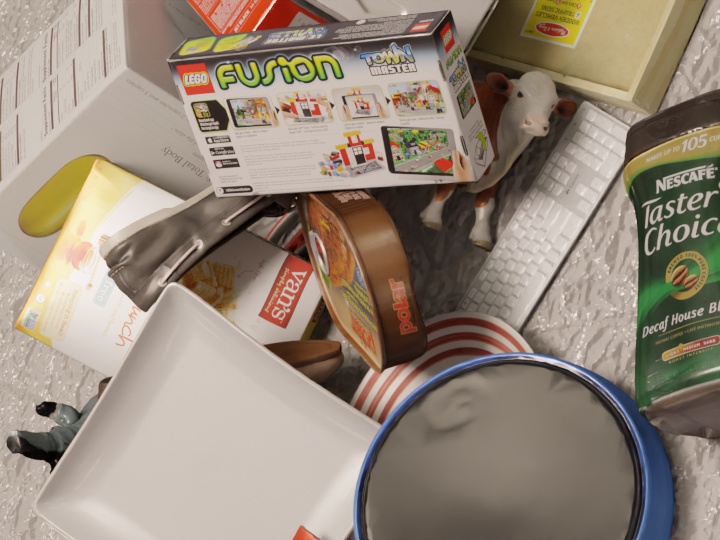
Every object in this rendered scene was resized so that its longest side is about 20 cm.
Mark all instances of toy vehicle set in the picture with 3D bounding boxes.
[{"bbox_3d":[0.149,-0.187,1.420,0.200,0.027,0.124,24,89,49],"label":"toy vehicle set"}]

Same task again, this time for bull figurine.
[{"bbox_3d":[0.062,-0.086,1.432,0.200,0.065,0.122,17,87,50],"label":"bull figurine"}]

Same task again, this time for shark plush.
[{"bbox_3d":[-0.211,0.129,1.535,0.083,0.200,0.091,41,115,16],"label":"shark plush"}]

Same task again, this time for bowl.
[{"bbox_3d":[0.089,0.142,1.256,0.200,0.039,0.201,-9,63,19],"label":"bowl"}]

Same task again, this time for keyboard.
[{"bbox_3d":[0.116,-0.017,1.383,0.056,0.011,0.200,39,101,49],"label":"keyboard"}]

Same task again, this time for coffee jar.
[{"bbox_3d":[0.211,-0.008,1.222,0.104,0.085,0.200,-23,55,38],"label":"coffee jar"}]

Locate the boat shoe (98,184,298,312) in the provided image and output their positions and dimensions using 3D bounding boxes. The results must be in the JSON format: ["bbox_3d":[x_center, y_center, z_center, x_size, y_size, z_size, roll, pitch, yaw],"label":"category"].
[{"bbox_3d":[-0.089,-0.038,1.471,0.057,0.200,0.067,58,165,6],"label":"boat shoe"}]

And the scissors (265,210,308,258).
[{"bbox_3d":[-0.007,-0.064,1.534,0.200,0.014,0.073,-52,42,15],"label":"scissors"}]

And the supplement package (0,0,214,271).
[{"bbox_3d":[-0.192,-0.106,1.629,0.200,0.152,0.151,-40,36,26],"label":"supplement package"}]

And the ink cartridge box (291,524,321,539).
[{"bbox_3d":[-0.006,0.253,1.313,0.200,0.050,0.109,32,95,34],"label":"ink cartridge box"}]

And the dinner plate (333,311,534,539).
[{"bbox_3d":[0.056,0.125,1.360,0.200,0.024,0.200,-20,61,40],"label":"dinner plate"}]

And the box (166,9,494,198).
[{"bbox_3d":[-0.021,-0.107,1.360,0.200,0.110,0.035,-2,32,28],"label":"box"}]

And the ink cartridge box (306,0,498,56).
[{"bbox_3d":[0.007,-0.209,1.433,0.086,0.148,0.200,-59,13,3],"label":"ink cartridge box"}]

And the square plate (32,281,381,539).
[{"bbox_3d":[-0.096,0.141,1.409,0.198,0.028,0.200,35,104,8],"label":"square plate"}]

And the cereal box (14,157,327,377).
[{"bbox_3d":[-0.135,0.024,1.519,0.200,0.040,0.144,26,91,10],"label":"cereal box"}]

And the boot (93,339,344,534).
[{"bbox_3d":[-0.097,0.135,1.464,0.200,0.070,0.146,-9,100,11],"label":"boot"}]

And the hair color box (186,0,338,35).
[{"bbox_3d":[-0.082,-0.213,1.614,0.064,0.111,0.200,-52,41,14],"label":"hair color box"}]

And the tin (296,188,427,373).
[{"bbox_3d":[0.000,0.000,1.391,0.200,0.042,0.112,-135,33,-70],"label":"tin"}]
